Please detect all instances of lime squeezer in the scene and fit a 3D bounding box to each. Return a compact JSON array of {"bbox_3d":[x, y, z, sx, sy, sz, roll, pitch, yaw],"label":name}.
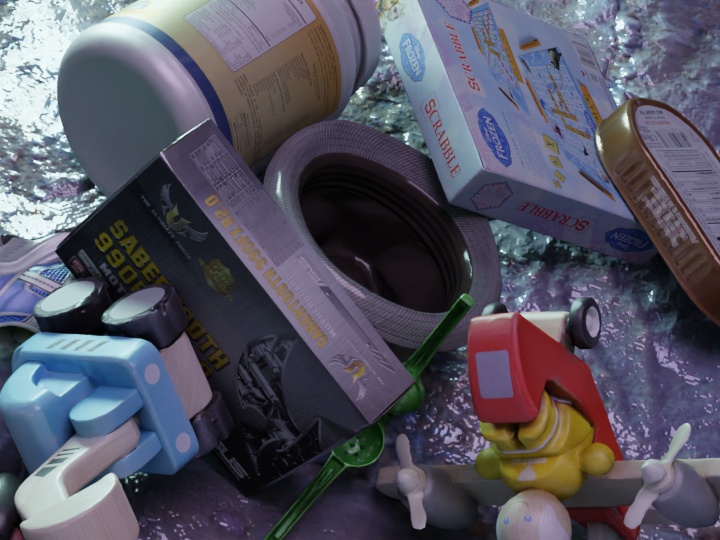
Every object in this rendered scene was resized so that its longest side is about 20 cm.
[{"bbox_3d":[0.006,0.087,1.373,0.038,0.200,0.071,43,11,20],"label":"lime squeezer"}]

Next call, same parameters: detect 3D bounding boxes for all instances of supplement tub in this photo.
[{"bbox_3d":[-0.094,-0.136,1.514,0.144,0.145,0.200,40,50,16],"label":"supplement tub"}]

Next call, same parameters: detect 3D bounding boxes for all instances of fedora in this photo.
[{"bbox_3d":[0.000,0.000,1.455,0.176,0.090,0.200,25,33,-16],"label":"fedora"}]

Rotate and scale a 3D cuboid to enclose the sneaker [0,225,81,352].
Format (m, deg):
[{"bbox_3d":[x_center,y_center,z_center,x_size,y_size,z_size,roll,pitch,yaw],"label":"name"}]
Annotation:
[{"bbox_3d":[-0.192,0.016,1.415,0.199,0.076,0.077,-10,79,-26],"label":"sneaker"}]

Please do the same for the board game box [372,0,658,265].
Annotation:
[{"bbox_3d":[0.115,-0.111,1.581,0.199,0.041,0.201,17,41,-39],"label":"board game box"}]

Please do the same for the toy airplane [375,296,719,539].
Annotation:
[{"bbox_3d":[0.121,0.129,1.335,0.199,0.200,0.141,29,48,-2],"label":"toy airplane"}]

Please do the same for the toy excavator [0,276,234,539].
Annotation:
[{"bbox_3d":[-0.157,0.100,1.266,0.194,0.100,0.200,2,34,43],"label":"toy excavator"}]

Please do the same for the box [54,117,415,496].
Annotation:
[{"bbox_3d":[-0.079,0.027,1.331,0.048,0.158,0.200,-40,94,-37],"label":"box"}]

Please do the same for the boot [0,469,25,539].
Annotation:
[{"bbox_3d":[-0.275,0.162,1.254,0.144,0.073,0.200,34,45,9],"label":"boot"}]

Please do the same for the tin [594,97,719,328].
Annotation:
[{"bbox_3d":[0.241,-0.039,1.578,0.112,0.042,0.200,-8,61,-50],"label":"tin"}]
